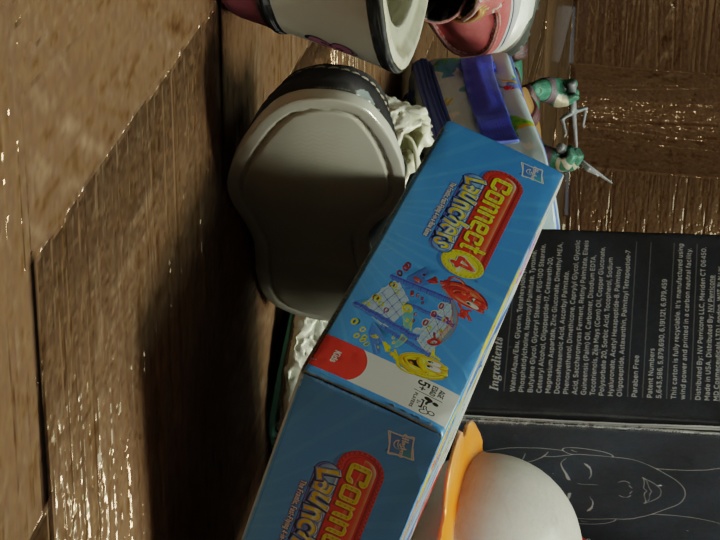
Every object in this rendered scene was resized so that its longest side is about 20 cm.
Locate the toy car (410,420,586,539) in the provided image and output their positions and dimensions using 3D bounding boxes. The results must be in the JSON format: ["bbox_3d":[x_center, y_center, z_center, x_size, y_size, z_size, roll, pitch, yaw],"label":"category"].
[{"bbox_3d":[0.064,0.167,1.077,0.178,0.183,0.201,-71,145,-43],"label":"toy car"}]

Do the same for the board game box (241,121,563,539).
[{"bbox_3d":[0.004,0.073,0.903,0.196,0.056,0.201,-60,172,-54],"label":"board game box"}]

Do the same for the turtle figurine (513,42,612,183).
[{"bbox_3d":[0.144,-0.130,1.889,0.150,0.100,0.201,-98,169,-52],"label":"turtle figurine"}]

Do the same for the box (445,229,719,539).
[{"bbox_3d":[0.113,0.082,1.182,0.201,0.195,0.125,80,14,-54],"label":"box"}]

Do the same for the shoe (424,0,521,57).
[{"bbox_3d":[0.053,-0.176,1.363,0.201,0.071,0.091,77,23,-55],"label":"shoe"}]

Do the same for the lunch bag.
[{"bbox_3d":[0.073,-0.037,1.375,0.200,0.082,0.162,-102,-171,-59],"label":"lunch bag"}]

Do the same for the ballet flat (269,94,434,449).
[{"bbox_3d":[0.000,0.000,1.086,0.072,0.071,0.201,75,22,-67],"label":"ballet flat"}]

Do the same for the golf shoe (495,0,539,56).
[{"bbox_3d":[0.070,-0.232,1.442,0.094,0.077,0.202,-47,131,-70],"label":"golf shoe"}]

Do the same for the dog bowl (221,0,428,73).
[{"bbox_3d":[-0.012,-0.181,0.883,0.200,0.073,0.202,5,90,-82],"label":"dog bowl"}]

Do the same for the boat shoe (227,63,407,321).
[{"bbox_3d":[-0.013,-0.042,0.946,0.200,0.073,0.061,83,14,-66],"label":"boat shoe"}]
